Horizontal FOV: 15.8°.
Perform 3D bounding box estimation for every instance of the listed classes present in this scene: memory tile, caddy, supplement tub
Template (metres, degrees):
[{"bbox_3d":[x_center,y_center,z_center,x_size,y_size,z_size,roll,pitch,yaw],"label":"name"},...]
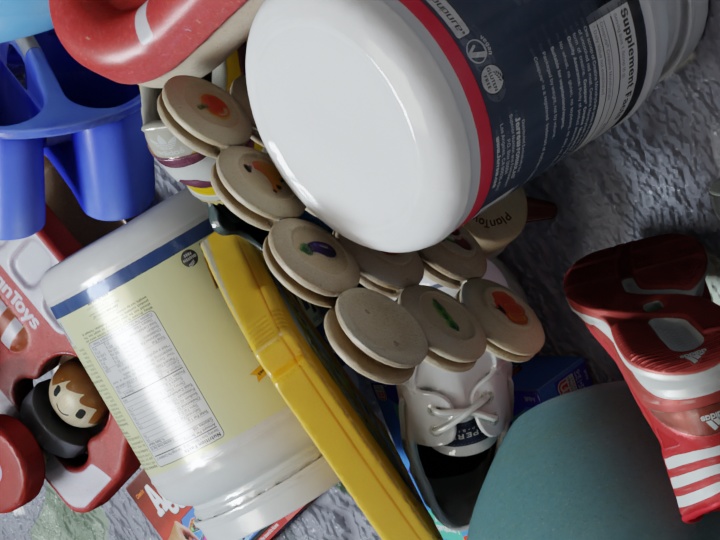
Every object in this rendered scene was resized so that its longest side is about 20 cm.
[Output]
[{"bbox_3d":[-0.003,-0.027,1.277,0.200,0.153,0.017,53,124,24],"label":"memory tile"},{"bbox_3d":[-0.203,-0.099,1.604,0.200,0.141,0.105,-135,38,-60],"label":"caddy"},{"bbox_3d":[0.057,-0.109,1.242,0.140,0.200,0.141,31,138,33],"label":"supplement tub"},{"bbox_3d":[-0.091,0.055,1.611,0.145,0.145,0.200,-24,97,56],"label":"supplement tub"}]

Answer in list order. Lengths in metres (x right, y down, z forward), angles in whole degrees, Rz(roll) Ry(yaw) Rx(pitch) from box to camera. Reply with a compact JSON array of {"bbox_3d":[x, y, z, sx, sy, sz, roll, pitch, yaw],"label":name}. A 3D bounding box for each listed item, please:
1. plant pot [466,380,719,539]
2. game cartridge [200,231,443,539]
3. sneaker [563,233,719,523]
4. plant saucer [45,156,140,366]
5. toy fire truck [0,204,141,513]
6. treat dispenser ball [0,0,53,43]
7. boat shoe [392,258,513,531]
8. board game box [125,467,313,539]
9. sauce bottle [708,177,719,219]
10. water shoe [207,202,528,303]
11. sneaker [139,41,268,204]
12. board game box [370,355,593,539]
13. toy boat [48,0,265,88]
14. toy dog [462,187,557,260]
[{"bbox_3d":[0.139,0.137,1.377,0.200,0.200,0.135,-48,50,55],"label":"plant pot"},{"bbox_3d":[-0.017,0.074,1.449,0.176,0.032,0.200,56,179,-23],"label":"game cartridge"},{"bbox_3d":[0.154,0.060,1.297,0.200,0.078,0.116,-91,-14,-71],"label":"sneaker"},{"bbox_3d":[-0.183,-0.002,1.780,0.200,0.037,0.201,32,140,32],"label":"plant saucer"},{"bbox_3d":[-0.216,0.058,1.758,0.200,0.112,0.168,50,127,10],"label":"toy fire truck"},{"bbox_3d":[-0.220,-0.230,1.493,0.201,0.201,0.201,32,139,33],"label":"treat dispenser ball"},{"bbox_3d":[0.055,0.069,1.402,0.200,0.073,0.065,79,177,-53],"label":"boat shoe"},{"bbox_3d":[-0.098,0.153,1.815,0.103,0.019,0.200,53,146,8],"label":"board game box"},{"bbox_3d":[0.222,0.043,1.283,0.065,0.065,0.200,1,116,51],"label":"sauce bottle"},{"bbox_3d":[0.000,0.000,1.456,0.200,0.079,0.072,30,122,-4],"label":"water shoe"},{"bbox_3d":[-0.078,-0.141,1.410,0.075,0.200,0.090,-9,153,22],"label":"sneaker"},{"bbox_3d":[0.100,0.146,1.535,0.152,0.045,0.200,-1,116,52],"label":"board game box"},{"bbox_3d":[-0.100,-0.180,1.276,0.131,0.131,0.200,22,143,-27],"label":"toy boat"},{"bbox_3d":[0.045,-0.082,1.404,0.132,0.096,0.200,-2,101,56],"label":"toy dog"}]
